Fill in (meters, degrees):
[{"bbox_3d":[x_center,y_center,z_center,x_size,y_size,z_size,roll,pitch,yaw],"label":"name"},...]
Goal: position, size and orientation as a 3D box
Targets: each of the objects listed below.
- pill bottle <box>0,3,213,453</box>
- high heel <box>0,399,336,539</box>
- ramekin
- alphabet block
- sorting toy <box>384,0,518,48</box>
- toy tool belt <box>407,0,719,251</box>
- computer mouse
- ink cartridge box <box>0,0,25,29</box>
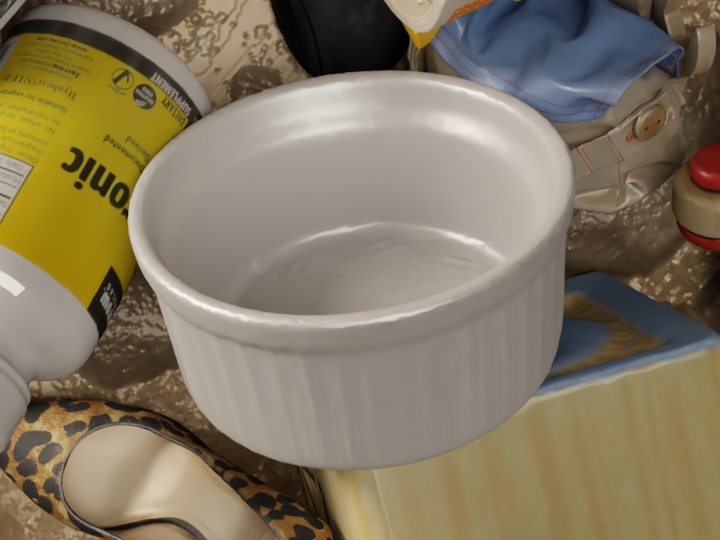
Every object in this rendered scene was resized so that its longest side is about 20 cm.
[{"bbox_3d":[-0.158,-0.018,0.972,0.111,0.111,0.200,33,65,-15],"label":"pill bottle"},{"bbox_3d":[-0.103,0.109,1.017,0.200,0.143,0.071,23,85,-3],"label":"high heel"},{"bbox_3d":[0.000,0.000,0.943,0.200,0.201,0.098,-14,127,-10],"label":"ramekin"},{"bbox_3d":[0.084,0.133,1.046,0.196,0.195,0.200,-15,103,-8],"label":"alphabet block"},{"bbox_3d":[0.078,-0.206,0.968,0.180,0.107,0.200,-22,64,-9],"label":"sorting toy"},{"bbox_3d":[0.113,-0.097,1.002,0.125,0.200,0.123,-37,138,-30],"label":"toy tool belt"},{"bbox_3d":[-0.048,-0.184,1.038,0.140,0.046,0.200,-14,102,-11],"label":"computer mouse"},{"bbox_3d":[-0.181,-0.143,0.988,0.039,0.099,0.200,39,91,-21],"label":"ink cartridge box"}]
